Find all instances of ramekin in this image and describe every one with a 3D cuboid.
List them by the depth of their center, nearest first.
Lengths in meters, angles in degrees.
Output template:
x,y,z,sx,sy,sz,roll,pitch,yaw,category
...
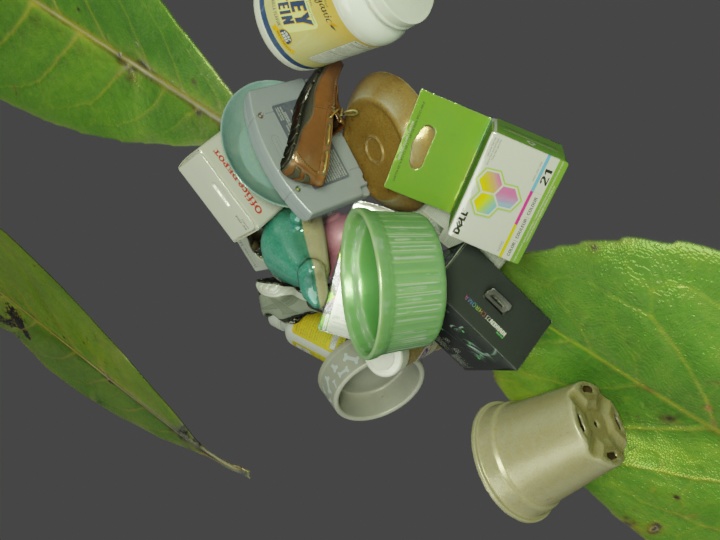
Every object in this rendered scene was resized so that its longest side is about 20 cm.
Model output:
x,y,z,sx,sy,sz,roll,pitch,yaw,category
0.042,0.015,0.995,0.200,0.096,0.204,176,90,-74,ramekin

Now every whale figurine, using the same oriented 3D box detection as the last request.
x,y,z,sx,sy,sz,roll,pitch,yaw,category
-0.097,-0.018,1.117,0.102,0.201,0.162,-10,121,-6,whale figurine

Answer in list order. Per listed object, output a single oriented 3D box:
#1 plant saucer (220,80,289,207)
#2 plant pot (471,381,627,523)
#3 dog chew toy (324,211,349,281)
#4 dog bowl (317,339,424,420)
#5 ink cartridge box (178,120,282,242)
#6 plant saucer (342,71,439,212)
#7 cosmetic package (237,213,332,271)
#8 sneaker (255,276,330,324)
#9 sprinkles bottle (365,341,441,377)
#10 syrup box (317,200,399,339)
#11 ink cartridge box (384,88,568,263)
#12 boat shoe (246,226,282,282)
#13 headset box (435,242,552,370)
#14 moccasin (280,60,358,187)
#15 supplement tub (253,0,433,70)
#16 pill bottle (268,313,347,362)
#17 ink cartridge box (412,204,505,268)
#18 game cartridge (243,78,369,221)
x,y,z,sx,sy,sz,roll,pitch,yaw,category
-0.117,-0.181,1.090,0.201,0.201,0.039,47,147,-7,plant saucer
0.308,0.272,1.164,0.201,0.201,0.183,47,130,-6,plant pot
0.001,-0.003,1.222,0.124,0.124,0.202,-18,104,48,dog chew toy
0.025,0.191,1.315,0.202,0.196,0.059,92,159,-44,dog bowl
-0.161,-0.165,1.141,0.082,0.200,0.147,-20,111,49,ink cartridge box
0.031,-0.175,1.045,0.199,0.035,0.203,34,136,41,plant saucer
-0.134,-0.068,1.312,0.198,0.071,0.102,-9,119,46,cosmetic package
-0.107,0.059,1.308,0.198,0.073,0.081,8,103,43,sneaker
0.079,0.115,1.191,0.067,0.199,0.070,4,99,28,sprinkles bottle
0.000,0.000,1.127,0.080,0.204,0.079,15,-178,-1,syrup box
0.140,-0.120,0.942,0.197,0.076,0.150,22,116,-1,ink cartridge box
-0.161,-0.053,1.241,0.073,0.061,0.202,9,132,28,boat shoe
0.160,0.058,1.092,0.174,0.093,0.200,43,165,-5,headset box
-0.051,-0.209,1.021,0.077,0.204,0.074,23,146,-22,moccasin
-0.021,-0.338,0.904,0.198,0.145,0.146,-4,123,43,supplement tub
-0.073,0.106,1.388,0.198,0.111,0.113,24,139,21,pill bottle
0.142,-0.089,1.069,0.199,0.050,0.109,40,142,6,ink cartridge box
-0.083,-0.174,1.056,0.041,0.132,0.202,-38,77,52,game cartridge
